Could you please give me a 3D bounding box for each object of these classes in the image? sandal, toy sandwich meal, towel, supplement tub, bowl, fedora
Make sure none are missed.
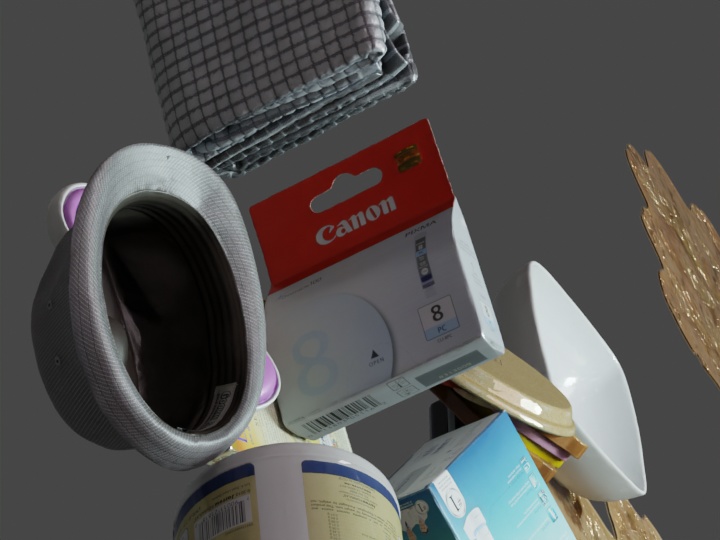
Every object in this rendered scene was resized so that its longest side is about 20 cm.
[{"bbox_3d":[-0.124,0.019,1.530,0.203,0.050,0.083,42,43,-17],"label":"sandal"},{"bbox_3d":[0.090,0.100,1.900,0.205,0.070,0.205,31,9,-5],"label":"toy sandwich meal"},{"bbox_3d":[-0.062,-0.178,1.765,0.086,0.200,0.166,35,34,-54],"label":"towel"},{"bbox_3d":[-0.038,0.219,1.400,0.144,0.144,0.200,45,26,-41],"label":"supplement tub"},{"bbox_3d":[0.186,0.113,2.206,0.200,0.075,0.200,48,25,-36],"label":"bowl"},{"bbox_3d":[-0.141,0.030,1.438,0.177,0.090,0.201,1,76,-55],"label":"fedora"}]

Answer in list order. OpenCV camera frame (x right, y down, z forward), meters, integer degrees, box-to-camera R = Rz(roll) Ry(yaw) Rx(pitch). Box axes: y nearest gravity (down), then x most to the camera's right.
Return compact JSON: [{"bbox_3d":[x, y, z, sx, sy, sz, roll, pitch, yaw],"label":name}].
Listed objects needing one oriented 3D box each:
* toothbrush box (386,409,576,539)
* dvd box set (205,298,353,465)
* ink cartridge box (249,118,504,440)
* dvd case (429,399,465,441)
[{"bbox_3d":[0.098,0.231,1.774,0.200,0.085,0.146,60,34,-6],"label":"toothbrush box"},{"bbox_3d":[-0.071,0.084,1.656,0.200,0.029,0.147,27,41,-60],"label":"dvd box set"},{"bbox_3d":[0.000,0.000,1.658,0.047,0.160,0.200,35,34,-57],"label":"ink cartridge box"},{"bbox_3d":[0.106,0.220,1.940,0.150,0.025,0.200,51,24,-31],"label":"dvd case"}]
